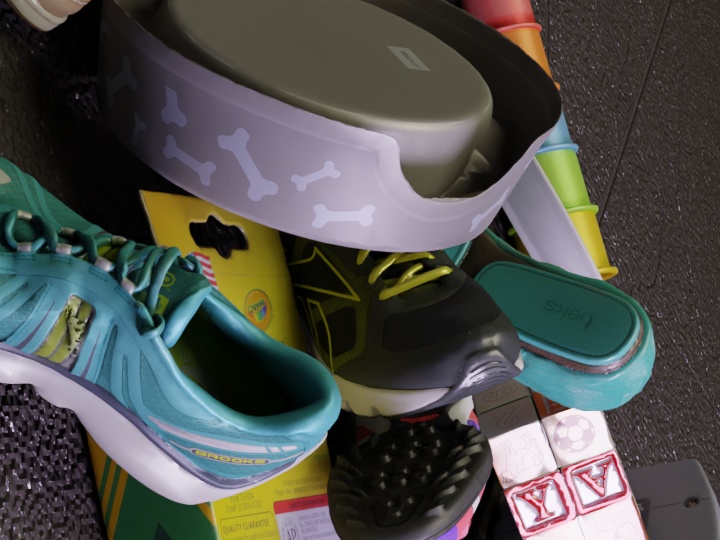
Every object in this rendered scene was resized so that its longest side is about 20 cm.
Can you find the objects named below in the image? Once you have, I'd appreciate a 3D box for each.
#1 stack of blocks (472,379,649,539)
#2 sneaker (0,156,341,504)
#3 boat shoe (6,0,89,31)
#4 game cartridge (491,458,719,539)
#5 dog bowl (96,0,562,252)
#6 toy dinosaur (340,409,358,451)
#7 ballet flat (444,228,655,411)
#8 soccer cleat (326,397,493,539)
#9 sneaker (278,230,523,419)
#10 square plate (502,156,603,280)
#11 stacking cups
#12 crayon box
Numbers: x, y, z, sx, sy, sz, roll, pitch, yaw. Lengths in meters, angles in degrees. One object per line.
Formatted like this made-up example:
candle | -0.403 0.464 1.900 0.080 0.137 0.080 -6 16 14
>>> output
stack of blocks | 0.096 0.082 1.269 0.200 0.059 0.115 -102 171 -68
sneaker | -0.091 0.006 0.862 0.200 0.080 0.078 35 53 -24
boat shoe | -0.116 -0.190 0.996 0.074 0.066 0.200 43 38 -53
game cartridge | 0.124 0.174 1.258 0.040 0.133 0.200 64 25 -25
dog bowl | -0.018 -0.074 1.021 0.200 0.200 0.059 -50 162 -64
toy dinosaur | 0.024 0.093 1.193 0.088 0.047 0.200 -60 136 -56
ballet flat | 0.052 0.014 1.171 0.067 0.200 0.070 -51 151 -22
soccer cleat | 0.026 0.097 1.042 0.200 0.068 0.073 -83 163 -76
sneaker | 0.000 0.000 1.043 0.200 0.074 0.085 30 -45 58
square plate | 0.081 -0.050 1.301 0.200 0.028 0.198 59 4 -8
stacking cups | 0.102 -0.086 1.477 0.061 0.060 0.200 1 74 -68
crayon box | -0.058 0.071 0.987 0.127 0.051 0.200 5 72 -68
